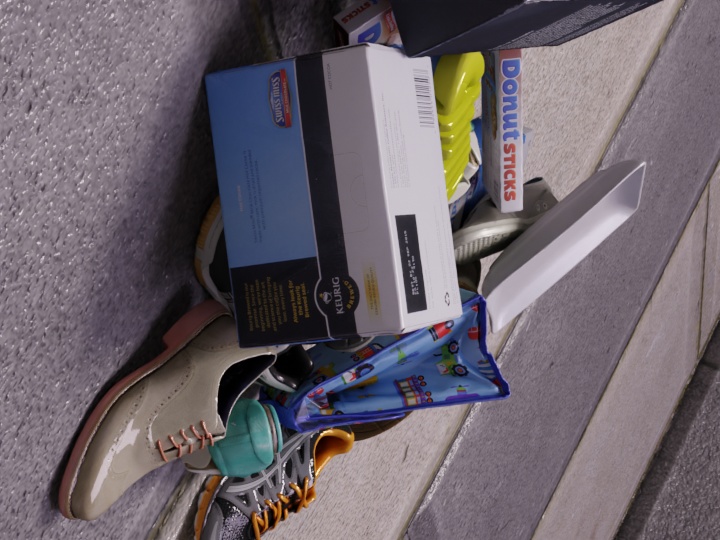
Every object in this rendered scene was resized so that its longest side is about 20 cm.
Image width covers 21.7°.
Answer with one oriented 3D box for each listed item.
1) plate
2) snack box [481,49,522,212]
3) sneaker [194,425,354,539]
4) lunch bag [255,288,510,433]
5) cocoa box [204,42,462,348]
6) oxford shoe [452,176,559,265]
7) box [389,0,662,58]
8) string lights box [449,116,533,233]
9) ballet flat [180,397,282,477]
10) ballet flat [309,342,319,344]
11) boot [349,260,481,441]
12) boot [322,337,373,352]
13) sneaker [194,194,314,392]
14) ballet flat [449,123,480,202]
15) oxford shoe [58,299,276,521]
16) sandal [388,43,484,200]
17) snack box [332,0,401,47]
[{"bbox_3d":[0.191,-0.027,1.821,0.199,0.032,0.200,-41,167,-3],"label":"plate"},{"bbox_3d":[0.128,-0.159,1.707,0.072,0.024,0.201,-110,-165,-63],"label":"snack box"},{"bbox_3d":[-0.078,0.187,1.631,0.200,0.077,0.079,-55,158,-30],"label":"sneaker"},{"bbox_3d":[0.002,0.084,1.563,0.150,0.199,0.095,-162,-125,-76],"label":"lunch bag"},{"bbox_3d":[-0.018,-0.052,1.354,0.133,0.130,0.202,-7,90,-68],"label":"cocoa box"},{"bbox_3d":[0.131,-0.050,1.802,0.075,0.058,0.200,-30,175,35],"label":"oxford shoe"},{"bbox_3d":[0.103,-0.272,1.375,0.198,0.123,0.201,-11,83,-50],"label":"box"},{"bbox_3d":[0.102,-0.083,1.854,0.200,0.059,0.103,-29,137,-61],"label":"string lights box"},{"bbox_3d":[-0.111,0.133,1.487,0.200,0.070,0.068,144,-64,-77],"label":"ballet flat"},{"bbox_3d":[0.003,0.027,1.689,0.200,0.068,0.068,-31,139,-60],"label":"ballet flat"},{"bbox_3d":[0.046,0.070,1.834,0.200,0.072,0.155,-48,-173,16],"label":"boot"},{"bbox_3d":[0.000,0.000,1.560,0.131,0.067,0.201,74,12,-57],"label":"boot"},{"bbox_3d":[-0.072,0.015,1.449,0.076,0.087,0.201,-53,154,-33],"label":"sneaker"},{"bbox_3d":[0.070,-0.099,1.670,0.067,0.070,0.200,-39,-171,28],"label":"ballet flat"},{"bbox_3d":[-0.141,0.109,1.370,0.200,0.074,0.071,-52,156,-21],"label":"oxford shoe"},{"bbox_3d":[0.042,-0.109,1.502,0.080,0.087,0.201,-52,160,-43],"label":"sandal"},{"bbox_3d":[0.017,-0.163,1.528,0.072,0.024,0.200,-35,157,-13],"label":"snack box"}]
